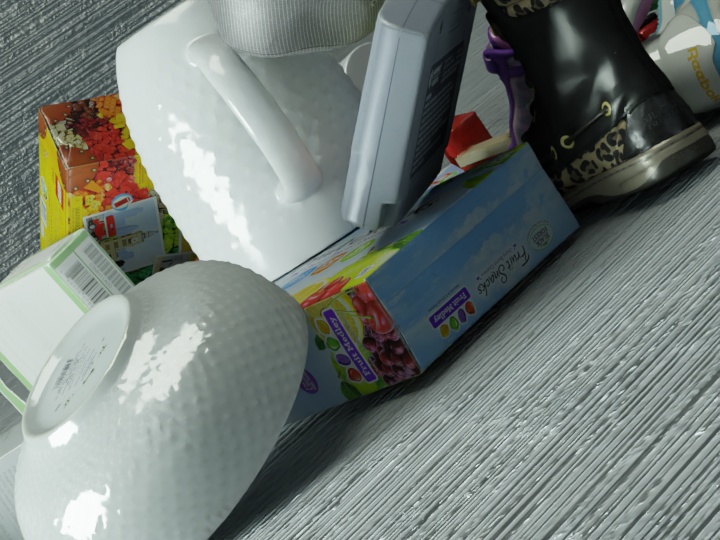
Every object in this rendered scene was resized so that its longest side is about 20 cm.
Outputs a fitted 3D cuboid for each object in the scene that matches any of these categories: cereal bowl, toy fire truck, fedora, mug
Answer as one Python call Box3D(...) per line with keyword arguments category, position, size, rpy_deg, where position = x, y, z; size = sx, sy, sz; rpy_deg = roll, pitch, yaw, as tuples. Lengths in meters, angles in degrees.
Box3D(category="cereal bowl", position=(-0.123, 0.074, 1.143), size=(0.200, 0.083, 0.200), rpy_deg=(-41, 27, 26))
Box3D(category="toy fire truck", position=(0.144, -0.121, 1.537), size=(0.141, 0.049, 0.200), rpy_deg=(-37, 10, -14))
Box3D(category="fedora", position=(-0.037, -0.187, 1.254), size=(0.176, 0.091, 0.200), rpy_deg=(13, 35, 22))
Box3D(category="mug", position=(-0.069, -0.092, 1.334), size=(0.147, 0.176, 0.200), rpy_deg=(-34, 6, -5))

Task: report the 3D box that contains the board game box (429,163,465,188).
Box3D(category="board game box", position=(0.000, 0.000, 1.455), size=(0.200, 0.037, 0.151), rpy_deg=(-34, 9, -1))

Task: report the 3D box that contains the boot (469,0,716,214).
Box3D(category="boot", position=(0.111, -0.110, 1.245), size=(0.073, 0.151, 0.200), rpy_deg=(-30, 7, -26))

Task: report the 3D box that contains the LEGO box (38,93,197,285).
Box3D(category="LEGO box", position=(-0.162, -0.038, 1.595), size=(0.148, 0.200, 0.077), rpy_deg=(-12, 46, -19))

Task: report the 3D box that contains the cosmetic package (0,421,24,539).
Box3D(category="cosmetic package", position=(-0.189, 0.125, 1.371), size=(0.200, 0.074, 0.102), rpy_deg=(-32, 9, 1))

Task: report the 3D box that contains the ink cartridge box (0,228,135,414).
Box3D(category="ink cartridge box", position=(-0.214, 0.057, 1.562), size=(0.048, 0.146, 0.200), rpy_deg=(-49, 15, -31))

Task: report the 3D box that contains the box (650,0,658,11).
Box3D(category="box", position=(0.208, -0.284, 1.506), size=(0.117, 0.048, 0.201), rpy_deg=(-17, 57, 32))

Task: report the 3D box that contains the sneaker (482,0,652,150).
Box3D(category="sneaker", position=(0.119, -0.129, 1.369), size=(0.200, 0.088, 0.081), rpy_deg=(111, -177, -59))

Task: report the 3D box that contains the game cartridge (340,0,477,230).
Box3D(category="game cartridge", position=(0.032, -0.107, 1.231), size=(0.200, 0.041, 0.134), rpy_deg=(-50, -24, -74))

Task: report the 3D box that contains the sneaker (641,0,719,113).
Box3D(category="sneaker", position=(0.234, -0.155, 1.344), size=(0.081, 0.077, 0.200), rpy_deg=(-22, 21, 26))

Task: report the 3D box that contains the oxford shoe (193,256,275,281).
Box3D(category="oxford shoe", position=(-0.079, 0.012, 1.569), size=(0.200, 0.073, 0.071), rpy_deg=(-52, -32, 6))

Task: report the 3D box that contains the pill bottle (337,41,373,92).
Box3D(category="pill bottle", position=(-0.023, -0.092, 1.660), size=(0.112, 0.112, 0.200), rpy_deg=(-42, -1, -41))

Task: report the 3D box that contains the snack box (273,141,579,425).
Box3D(category="snack box", position=(0.006, 0.017, 1.242), size=(0.200, 0.068, 0.169), rpy_deg=(-23, 13, 49))
